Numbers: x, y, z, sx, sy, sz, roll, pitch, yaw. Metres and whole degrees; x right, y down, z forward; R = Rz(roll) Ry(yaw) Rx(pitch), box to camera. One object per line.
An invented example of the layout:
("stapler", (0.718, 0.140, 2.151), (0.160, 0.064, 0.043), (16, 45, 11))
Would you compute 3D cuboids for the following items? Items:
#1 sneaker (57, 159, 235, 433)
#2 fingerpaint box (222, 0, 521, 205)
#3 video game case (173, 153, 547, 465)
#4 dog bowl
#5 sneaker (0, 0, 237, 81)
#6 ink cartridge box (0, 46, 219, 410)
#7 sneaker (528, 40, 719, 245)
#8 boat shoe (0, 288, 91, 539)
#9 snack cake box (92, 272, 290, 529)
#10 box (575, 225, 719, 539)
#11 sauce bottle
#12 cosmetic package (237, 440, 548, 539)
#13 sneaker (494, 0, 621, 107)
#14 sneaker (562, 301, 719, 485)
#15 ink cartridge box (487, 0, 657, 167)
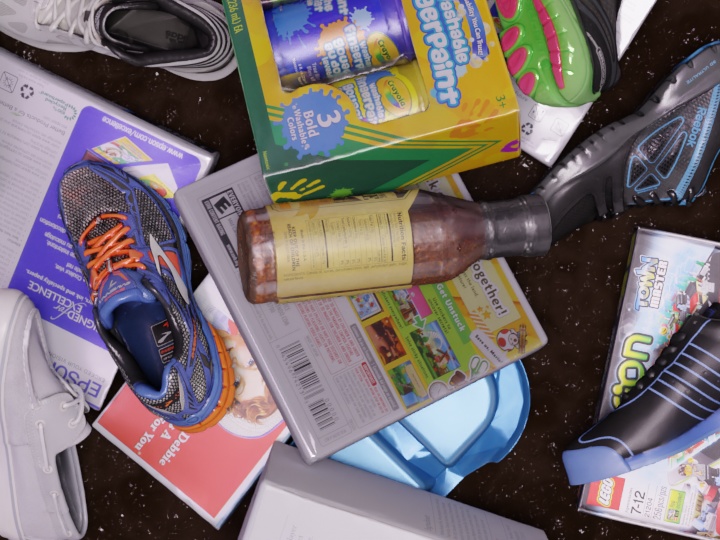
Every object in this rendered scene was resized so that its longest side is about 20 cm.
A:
("sneaker", (-0.146, 0.010, 1.072), (0.075, 0.078, 0.201), (-33, 73, 10))
("fingerpaint box", (0.000, -0.155, 1.065), (0.166, 0.073, 0.201), (-14, 69, 1))
("video game case", (0.000, 0.000, 1.082), (0.181, 0.023, 0.201), (-25, 79, -15))
("dog bowl", (0.031, 0.117, 1.135), (0.111, 0.050, 0.200), (44, 95, 2))
("sneaker", (-0.181, -0.182, 1.110), (0.200, 0.115, 0.076), (14, 93, 5))
("ink cartridge box", (-0.226, -0.034, 1.152), (0.197, 0.043, 0.201), (26, 98, 5))
("sneaker", (0.188, -0.066, 1.104), (0.200, 0.073, 0.082), (-38, 89, 5))
("boat shoe", (-0.217, 0.104, 1.117), (0.068, 0.072, 0.201), (5, 114, 5))
("snack cake box", (-0.077, 0.062, 1.133), (0.115, 0.067, 0.200), (39, 94, 1))
("box", (0.222, 0.078, 1.124), (0.109, 0.035, 0.201), (11, 93, 5))
("sauce bottle", (0.022, -0.019, 1.047), (0.199, 0.066, 0.066), (-6, 91, -14))
("cosmetic package", (0.001, 0.244, 1.056), (0.199, 0.123, 0.200), (19, 96, -4))
("sneaker", (0.123, -0.201, 1.053), (0.077, 0.084, 0.201), (-11, 84, 44))
("sneaker", (0.216, 0.072, 1.076), (0.199, 0.070, 0.078), (-25, 85, -1))
("ink cartridge box", (0.142, -0.180, 1.105), (0.099, 0.039, 0.200), (33, 106, 4))
